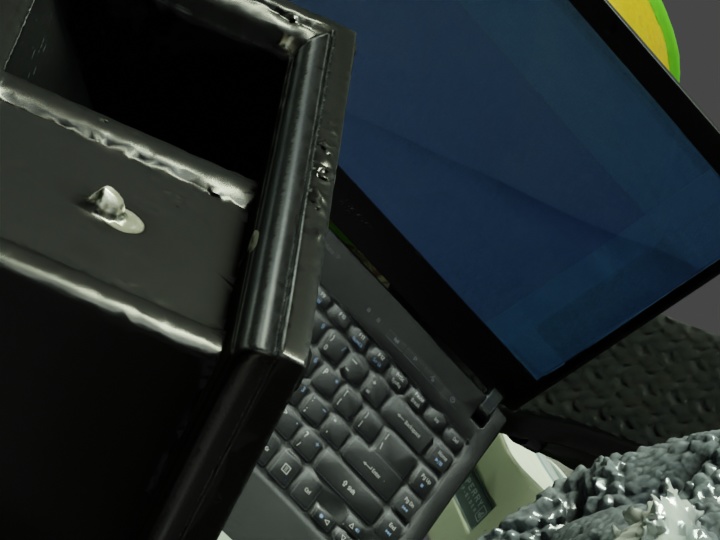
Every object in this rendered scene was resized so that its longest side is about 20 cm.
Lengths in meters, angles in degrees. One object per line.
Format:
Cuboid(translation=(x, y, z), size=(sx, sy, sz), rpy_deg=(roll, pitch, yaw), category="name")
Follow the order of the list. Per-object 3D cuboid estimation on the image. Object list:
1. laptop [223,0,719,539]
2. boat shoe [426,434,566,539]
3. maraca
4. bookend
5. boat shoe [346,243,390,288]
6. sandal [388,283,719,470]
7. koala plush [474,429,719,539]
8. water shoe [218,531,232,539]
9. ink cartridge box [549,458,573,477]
Cuboid(translation=(0.000, 0.000, 0.845), size=(0.177, 0.200, 0.103), rpy_deg=(47, -29, -16), category="laptop")
Cuboid(translation=(0.068, 0.116, 1.049), size=(0.071, 0.070, 0.201), rpy_deg=(39, 16, -28), category="boat shoe")
Cuboid(translation=(0.016, -0.071, 0.921), size=(0.200, 0.137, 0.107), rpy_deg=(25, 17, -26), category="maraca")
Cuboid(translation=(-0.113, -0.026, 0.689), size=(0.200, 0.092, 0.199), rpy_deg=(24, 25, -7), category="bookend")
Cuboid(translation=(-0.010, -0.029, 1.014), size=(0.200, 0.074, 0.076), rpy_deg=(-11, 51, -39), category="boat shoe")
Cuboid(translation=(0.084, 0.044, 0.944), size=(0.200, 0.075, 0.048), rpy_deg=(26, -31, 40), category="sandal")
Cuboid(translation=(0.095, 0.127, 0.765), size=(0.177, 0.184, 0.200), rpy_deg=(53, -6, 0), category="koala plush")
Cuboid(translation=(-0.030, 0.139, 0.739), size=(0.200, 0.071, 0.079), rpy_deg=(54, -8, -3), category="water shoe")
Cuboid(translation=(0.118, 0.088, 1.276), size=(0.200, 0.068, 0.116), rpy_deg=(33, 23, -52), category="ink cartridge box")
